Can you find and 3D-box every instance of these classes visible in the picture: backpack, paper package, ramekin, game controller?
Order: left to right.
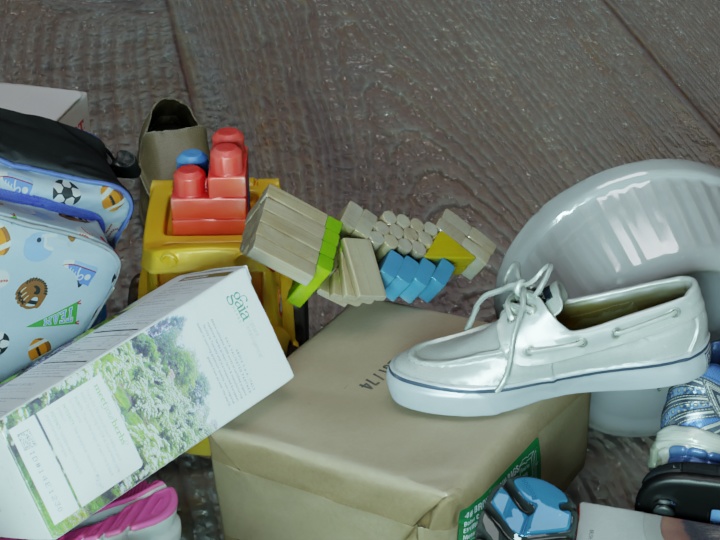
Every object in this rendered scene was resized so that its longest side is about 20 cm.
[{"bbox_3d":[-0.251,-0.001,1.105,0.199,0.191,0.154,17,31,-31],"label":"backpack"},{"bbox_3d":[0.029,0.115,1.127,0.190,0.104,0.200,11,30,30],"label":"paper package"},{"bbox_3d":[0.202,0.028,1.211,0.201,0.203,0.094,-8,42,-12],"label":"ramekin"},{"bbox_3d":[0.265,0.167,1.053,0.199,0.105,0.042,6,31,11],"label":"game controller"}]

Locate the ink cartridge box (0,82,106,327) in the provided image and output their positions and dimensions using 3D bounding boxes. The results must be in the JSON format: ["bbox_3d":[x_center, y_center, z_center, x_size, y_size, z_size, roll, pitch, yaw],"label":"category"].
[{"bbox_3d":[-0.256,-0.018,1.276,0.084,0.201,0.146,8,31,14],"label":"ink cartridge box"}]

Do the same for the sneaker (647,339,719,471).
[{"bbox_3d":[0.257,0.089,1.146,0.077,0.086,0.200,3,0,32],"label":"sneaker"}]

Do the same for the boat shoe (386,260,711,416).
[{"bbox_3d":[0.112,0.032,1.063,0.200,0.087,0.075,-6,26,6],"label":"boat shoe"}]

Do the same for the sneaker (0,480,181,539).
[{"bbox_3d":[-0.187,0.196,1.036,0.199,0.089,0.081,-16,17,20],"label":"sneaker"}]

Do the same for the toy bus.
[{"bbox_3d":[-0.104,0.006,1.245,0.135,0.193,0.200,1,32,-1],"label":"toy bus"}]

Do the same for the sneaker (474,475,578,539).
[{"bbox_3d":[0.073,0.215,0.974,0.073,0.082,0.200,21,53,17],"label":"sneaker"}]

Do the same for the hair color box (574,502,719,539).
[{"bbox_3d":[0.215,0.201,0.995,0.199,0.064,0.111,9,27,7],"label":"hair color box"}]

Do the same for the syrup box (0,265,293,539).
[{"bbox_3d":[-0.144,0.077,1.058,0.200,0.079,0.081,-34,16,-37],"label":"syrup box"}]

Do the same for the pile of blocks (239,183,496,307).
[{"bbox_3d":[0.000,0.000,1.196,0.199,0.062,0.083,6,55,-30],"label":"pile of blocks"}]

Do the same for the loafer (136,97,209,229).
[{"bbox_3d":[-0.163,-0.088,1.522,0.076,0.068,0.200,-9,32,-15],"label":"loafer"}]
